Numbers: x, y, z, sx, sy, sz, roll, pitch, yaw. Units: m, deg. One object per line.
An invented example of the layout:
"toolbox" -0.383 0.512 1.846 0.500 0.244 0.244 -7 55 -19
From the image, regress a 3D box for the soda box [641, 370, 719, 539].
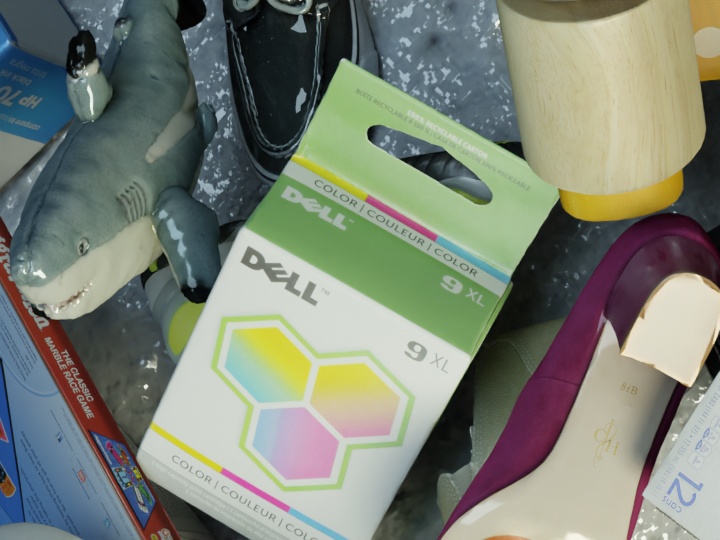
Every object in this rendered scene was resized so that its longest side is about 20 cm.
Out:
"soda box" 0.189 0.020 0.992 0.063 0.068 0.201 37 101 28

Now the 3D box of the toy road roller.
"toy road roller" 0.128 -0.125 1.038 0.145 0.123 0.201 -7 38 9

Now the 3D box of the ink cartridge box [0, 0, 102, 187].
"ink cartridge box" -0.239 -0.084 1.284 0.200 0.086 0.147 -42 66 16

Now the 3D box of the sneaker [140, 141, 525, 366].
"sneaker" 0.000 0.000 1.155 0.199 0.075 0.077 -22 84 33

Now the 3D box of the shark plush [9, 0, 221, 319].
"shark plush" -0.093 -0.067 1.120 0.090 0.083 0.201 6 66 35

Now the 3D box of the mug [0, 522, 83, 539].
"mug" -0.140 0.184 1.034 0.148 0.176 0.200 44 145 -12

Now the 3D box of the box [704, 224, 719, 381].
"box" 0.225 0.046 1.032 0.160 0.043 0.201 -32 69 21

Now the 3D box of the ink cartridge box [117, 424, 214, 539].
"ink cartridge box" -0.186 0.119 1.249 0.200 0.045 0.176 46 104 26

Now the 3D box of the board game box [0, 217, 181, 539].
"board game box" -0.140 0.077 1.169 0.201 0.019 0.103 58 137 22

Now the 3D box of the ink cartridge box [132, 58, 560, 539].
"ink cartridge box" -0.008 0.026 1.086 0.103 0.059 0.200 30 129 2

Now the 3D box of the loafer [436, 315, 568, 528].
"loafer" 0.064 0.113 1.099 0.068 0.076 0.201 9 78 31

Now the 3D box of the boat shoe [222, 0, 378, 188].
"boat shoe" -0.035 -0.134 1.187 0.073 0.068 0.201 1 83 29

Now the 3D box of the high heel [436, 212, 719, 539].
"high heel" 0.081 0.071 1.049 0.067 0.096 0.200 34 104 -8
